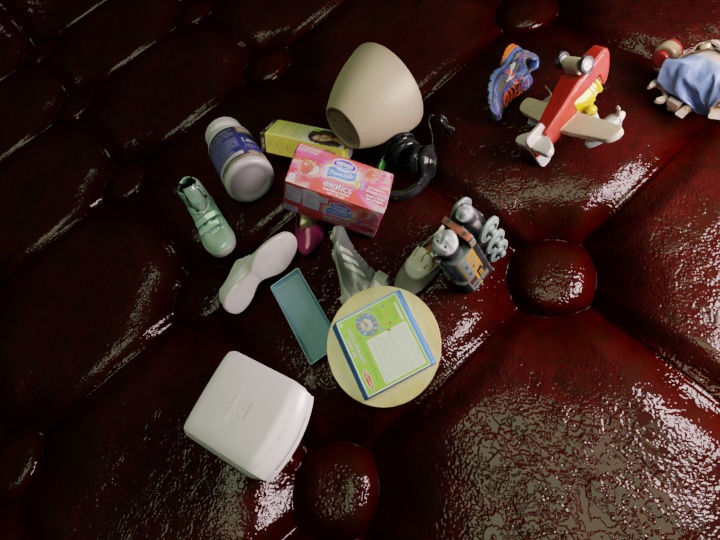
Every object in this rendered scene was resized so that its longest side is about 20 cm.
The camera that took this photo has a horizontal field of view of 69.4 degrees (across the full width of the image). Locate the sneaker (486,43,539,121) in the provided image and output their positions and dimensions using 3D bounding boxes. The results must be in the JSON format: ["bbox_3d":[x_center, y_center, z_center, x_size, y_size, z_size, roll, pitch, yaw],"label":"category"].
[{"bbox_3d":[0.317,-0.395,1.087,0.077,0.076,0.203,18,69,24],"label":"sneaker"}]

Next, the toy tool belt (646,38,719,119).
[{"bbox_3d":[0.586,-0.338,0.923,0.122,0.126,0.200,-34,53,-13],"label":"toy tool belt"}]

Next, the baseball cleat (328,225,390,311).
[{"bbox_3d":[0.000,0.000,0.977,0.104,0.070,0.204,-13,66,5],"label":"baseball cleat"}]

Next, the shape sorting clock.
[{"bbox_3d":[0.038,0.127,0.881,0.195,0.039,0.205,-2,72,7],"label":"shape sorting clock"}]

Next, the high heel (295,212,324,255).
[{"bbox_3d":[-0.117,-0.134,1.074,0.066,0.097,0.204,-10,57,14],"label":"high heel"}]

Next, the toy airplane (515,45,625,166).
[{"bbox_3d":[0.389,-0.285,0.970,0.198,0.139,0.204,-28,54,50],"label":"toy airplane"}]

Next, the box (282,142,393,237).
[{"bbox_3d":[-0.045,-0.154,1.011,0.196,0.100,0.097,18,64,-3],"label":"box"}]

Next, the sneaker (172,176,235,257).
[{"bbox_3d":[-0.346,-0.120,1.138,0.073,0.119,0.201,-33,56,-5],"label":"sneaker"}]

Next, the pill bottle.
[{"bbox_3d":[-0.286,-0.262,1.202,0.115,0.116,0.201,-33,55,-2],"label":"pill bottle"}]

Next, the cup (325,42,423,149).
[{"bbox_3d":[0.011,-0.338,1.078,0.199,0.202,0.143,34,70,33],"label":"cup"}]

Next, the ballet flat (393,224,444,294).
[{"bbox_3d":[0.129,-0.035,0.943,0.199,0.064,0.067,-42,55,-7],"label":"ballet flat"}]

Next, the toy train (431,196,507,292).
[{"bbox_3d":[0.176,-0.036,0.853,0.085,0.200,0.115,39,92,28],"label":"toy train"}]

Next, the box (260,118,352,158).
[{"bbox_3d":[-0.118,-0.284,1.156,0.196,0.051,0.076,13,42,13],"label":"box"}]

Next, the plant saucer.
[{"bbox_3d":[-0.105,0.084,0.987,0.069,0.019,0.201,-33,54,-1],"label":"plant saucer"}]

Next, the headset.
[{"bbox_3d":[0.117,-0.233,1.078,0.123,0.094,0.201,39,94,34],"label":"headset"}]

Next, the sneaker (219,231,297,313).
[{"bbox_3d":[-0.217,-0.011,1.056,0.200,0.075,0.088,-45,40,-5],"label":"sneaker"}]

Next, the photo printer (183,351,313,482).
[{"bbox_3d":[-0.184,0.248,0.886,0.197,0.070,0.168,19,68,29],"label":"photo printer"}]
